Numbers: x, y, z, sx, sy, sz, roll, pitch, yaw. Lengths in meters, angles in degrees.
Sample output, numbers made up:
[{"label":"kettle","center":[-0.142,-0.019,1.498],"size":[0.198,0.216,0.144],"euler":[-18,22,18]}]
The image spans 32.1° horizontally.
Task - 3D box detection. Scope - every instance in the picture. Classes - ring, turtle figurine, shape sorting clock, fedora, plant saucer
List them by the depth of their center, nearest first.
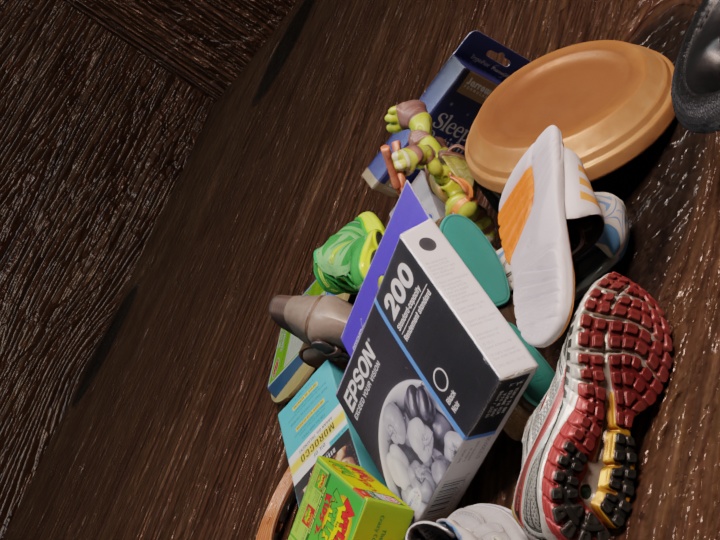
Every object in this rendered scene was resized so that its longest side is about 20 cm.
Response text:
[{"label":"fedora","center":[0.300,-0.162,0.836],"size":[0.201,0.091,0.201],"euler":[-51,18,23]},{"label":"plant saucer","center":[0.180,-0.142,1.092],"size":[0.199,0.038,0.201],"euler":[-21,33,14]},{"label":"turtle figurine","center":[0.073,-0.095,1.160],"size":[0.064,0.200,0.162],"euler":[-42,39,15]},{"label":"ring","center":[-0.049,0.232,1.254],"size":[0.201,0.019,0.201],"euler":[-51,18,24]},{"label":"shape sorting clock","center":[-0.059,0.074,1.552],"size":[0.200,0.039,0.201],"euler":[-51,19,25]}]

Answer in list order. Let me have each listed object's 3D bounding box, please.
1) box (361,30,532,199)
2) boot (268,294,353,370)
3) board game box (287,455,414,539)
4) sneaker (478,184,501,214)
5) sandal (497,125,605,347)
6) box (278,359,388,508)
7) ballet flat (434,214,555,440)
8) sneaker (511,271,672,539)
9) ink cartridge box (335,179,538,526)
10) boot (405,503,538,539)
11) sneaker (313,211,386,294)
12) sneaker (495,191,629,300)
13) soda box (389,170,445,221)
[{"label":"box","center":[0.104,-0.156,1.358],"size":[0.201,0.121,0.032],"euler":[-53,47,19]},{"label":"boot","center":[0.001,0.078,1.271],"size":[0.145,0.200,0.071],"euler":[17,81,36]},{"label":"board game box","center":[-0.031,0.264,1.007],"size":[0.101,0.047,0.202],"euler":[25,96,63]},{"label":"sneaker","center":[0.162,-0.093,1.188],"size":[0.081,0.074,0.200],"euler":[-39,14,-7]},{"label":"sandal","center":[0.147,-0.018,0.929],"size":[0.079,0.059,0.208],"euler":[-52,25,41]},{"label":"box","center":[-0.022,0.174,1.160],"size":[0.082,0.049,0.200],"euler":[-48,27,14]},{"label":"ballet flat","center":[0.097,0.050,0.993],"size":[0.201,0.067,0.073],"euler":[62,144,30]},{"label":"sneaker","center":[0.148,0.090,0.849],"size":[0.082,0.078,0.201],"euler":[-30,32,60]},{"label":"ink cartridge box","center":[0.040,0.068,0.988],"size":[0.201,0.043,0.199],"euler":[58,143,33]},{"label":"boot","center":[0.072,0.191,0.852],"size":[0.074,0.095,0.200],"euler":[-58,16,-2]},{"label":"sneaker","center":[0.000,0.000,1.196],"size":[0.083,0.074,0.200],"euler":[-32,11,3]},{"label":"sneaker","center":[0.140,0.010,1.025],"size":[0.200,0.072,0.073],"euler":[-45,7,38]},{"label":"soda box","center":[0.082,-0.031,1.280],"size":[0.064,0.068,0.200],"euler":[-53,17,17]}]
